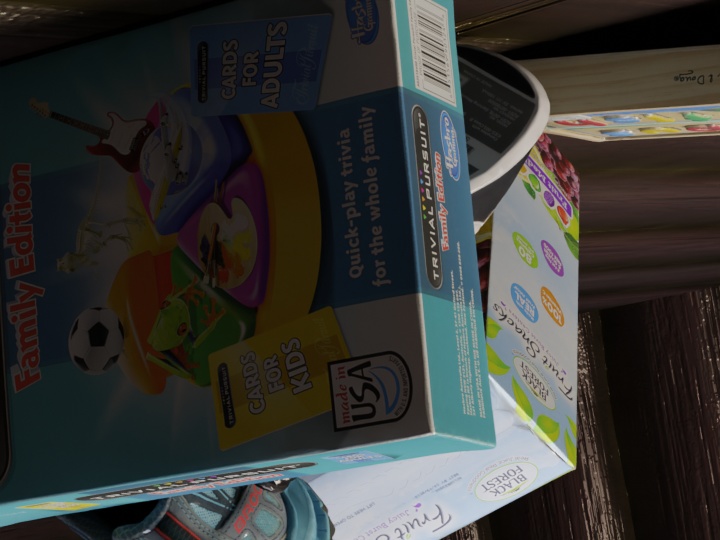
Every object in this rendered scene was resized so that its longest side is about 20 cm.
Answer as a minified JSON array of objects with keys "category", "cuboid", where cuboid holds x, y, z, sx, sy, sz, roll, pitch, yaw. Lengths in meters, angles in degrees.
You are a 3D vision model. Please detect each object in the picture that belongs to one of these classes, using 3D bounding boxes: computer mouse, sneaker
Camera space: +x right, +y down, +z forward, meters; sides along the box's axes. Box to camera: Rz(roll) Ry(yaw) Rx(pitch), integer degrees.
[{"category":"computer mouse","cuboid":[-0.005,-0.009,0.813,0.200,0.110,0.044,-40,147,-26]},{"category":"sneaker","cuboid":[-0.087,0.062,0.836,0.095,0.079,0.200,37,176,-36]}]

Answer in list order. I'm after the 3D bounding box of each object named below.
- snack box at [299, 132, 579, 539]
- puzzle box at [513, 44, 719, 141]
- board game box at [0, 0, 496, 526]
[{"category":"snack box","cuboid":[0.007,0.035,0.928,0.168,0.068,0.200,-31,-153,26]},{"category":"puzzle box","cuboid":[0.163,-0.074,0.915,0.200,0.025,0.133,-1,179,30]},{"category":"board game box","cuboid":[-0.060,-0.003,0.733,0.200,0.151,0.047,-12,166,27]}]
